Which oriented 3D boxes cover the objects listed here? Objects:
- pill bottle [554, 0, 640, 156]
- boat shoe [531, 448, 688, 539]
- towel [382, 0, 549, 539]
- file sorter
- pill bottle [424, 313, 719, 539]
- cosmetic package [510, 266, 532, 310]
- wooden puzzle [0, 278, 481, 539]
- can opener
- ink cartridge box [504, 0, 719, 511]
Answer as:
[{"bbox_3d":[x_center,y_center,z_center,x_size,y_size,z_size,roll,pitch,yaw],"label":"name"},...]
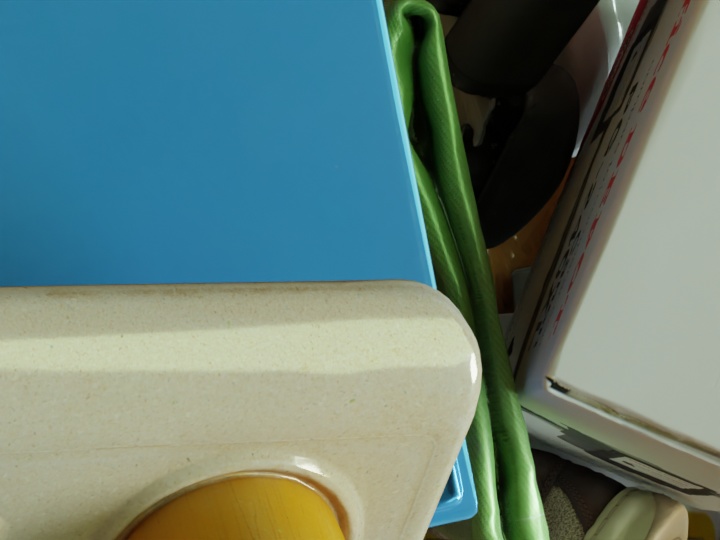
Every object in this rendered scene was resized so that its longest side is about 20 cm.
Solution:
[{"bbox_3d":[0.074,-0.107,0.873,0.200,0.116,0.117,-41,116,-49],"label":"pill bottle"},{"bbox_3d":[0.013,0.125,0.715,0.200,0.072,0.072,-49,155,-28],"label":"boat shoe"},{"bbox_3d":[0.000,0.000,0.719,0.030,0.200,0.150,-14,95,-11],"label":"towel"},{"bbox_3d":[-0.068,-0.031,0.635,0.138,0.123,0.202,-12,96,-9],"label":"file sorter"},{"bbox_3d":[0.064,0.119,0.825,0.114,0.114,0.202,12,75,-52],"label":"pill bottle"},{"bbox_3d":[0.118,0.095,0.925,0.107,0.090,0.202,2,80,-57],"label":"cosmetic package"},{"bbox_3d":[-0.076,0.096,0.552,0.184,0.046,0.201,-1,127,-25],"label":"wooden puzzle"},{"bbox_3d":[0.047,-0.077,0.726,0.066,0.200,0.053,-4,60,-24],"label":"can opener"},{"bbox_3d":[0.100,-0.016,0.686,0.200,0.083,0.146,109,4,-85],"label":"ink cartridge box"}]
